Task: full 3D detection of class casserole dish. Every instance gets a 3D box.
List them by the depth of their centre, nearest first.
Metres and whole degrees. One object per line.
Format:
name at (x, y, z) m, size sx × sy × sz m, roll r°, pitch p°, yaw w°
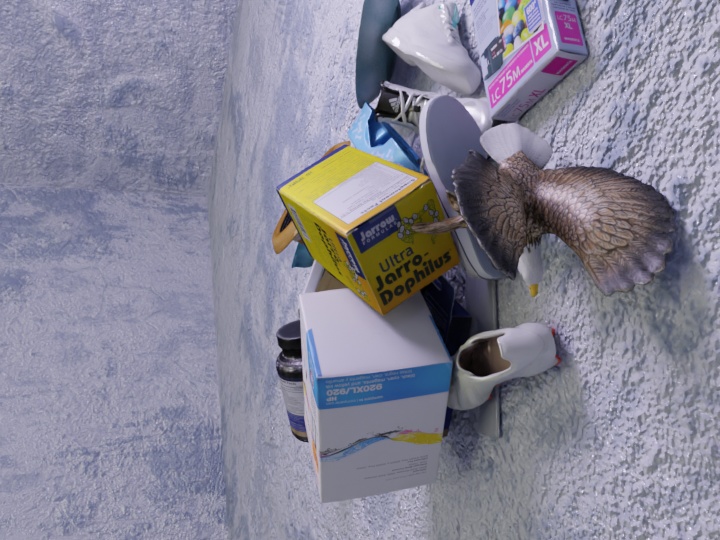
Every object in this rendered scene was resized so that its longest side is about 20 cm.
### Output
casserole dish at (-0.075, -0.090, 1.119) m, size 0.121 × 0.039 × 0.201 m, roll 115°, pitch 174°, yaw -66°

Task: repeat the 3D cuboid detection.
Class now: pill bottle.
pill bottle at (-0.089, 0.194, 1.104) m, size 0.112 × 0.111 × 0.201 m, roll -146°, pitch 43°, yaw -66°

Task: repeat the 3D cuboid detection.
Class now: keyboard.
keyboard at (0.141, 0.087, 0.710) m, size 0.056 × 0.011 × 0.201 m, roll 168°, pitch 102°, yaw -64°

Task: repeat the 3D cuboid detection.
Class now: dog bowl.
dog bowl at (0.044, -0.145, 0.819) m, size 0.050 × 0.111 × 0.200 m, roll -42°, pitch 42°, yaw 15°

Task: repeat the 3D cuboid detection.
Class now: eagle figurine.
eagle figurine at (0.146, -0.048, 0.526) m, size 0.151 × 0.152 × 0.200 m, roll 49°, pitch 177°, yaw -5°

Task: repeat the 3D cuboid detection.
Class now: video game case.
video game case at (-0.071, -0.013, 1.111) m, size 0.182 × 0.023 × 0.201 m, roll 119°, pitch 169°, yaw -80°

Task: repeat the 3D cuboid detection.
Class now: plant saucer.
plant saucer at (0.032, -0.340, 0.916) m, size 0.201 × 0.038 × 0.202 m, roll 10°, pitch -90°, yaw -82°

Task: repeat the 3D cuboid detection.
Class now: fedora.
fedora at (-0.053, -0.096, 0.925) m, size 0.201 × 0.082 × 0.201 m, roll -49°, pitch 18°, yaw 22°

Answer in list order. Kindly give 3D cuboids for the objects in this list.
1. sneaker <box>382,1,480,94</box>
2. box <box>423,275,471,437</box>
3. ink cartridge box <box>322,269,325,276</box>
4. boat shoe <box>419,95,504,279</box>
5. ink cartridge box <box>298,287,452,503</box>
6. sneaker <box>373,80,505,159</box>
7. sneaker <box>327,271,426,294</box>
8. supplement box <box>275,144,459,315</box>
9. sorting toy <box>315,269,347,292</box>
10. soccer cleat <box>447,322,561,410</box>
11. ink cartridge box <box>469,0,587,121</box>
sneaker at (0.100, -0.292, 0.775) m, size 0.089 × 0.075 × 0.200 m, roll -49°, pitch 43°, yaw 12°
box at (0.094, 0.093, 0.786) m, size 0.121 × 0.032 × 0.201 m, roll -124°, pitch 37°, yaw -64°
ink cartridge box at (-0.006, 0.080, 0.994) m, size 0.201 × 0.084 × 0.145 m, roll -107°, pitch 27°, yaw -42°
boat shoe at (0.103, -0.085, 0.680) m, size 0.203 × 0.074 × 0.086 m, roll 67°, pitch 157°, yaw -5°
ink cartridge box at (0.009, 0.140, 0.718) m, size 0.147 × 0.144 × 0.201 m, roll -111°, pitch 18°, yaw -54°
sneaker at (0.080, -0.178, 0.735) m, size 0.201 × 0.115 × 0.076 m, roll -135°, pitch 51°, yaw -62°
sneaker at (0.000, 0.000, 0.812) m, size 0.200 × 0.083 × 0.072 m, roll 18°, pitch 84°, yaw 50°
supplement box at (0.002, -0.055, 0.706) m, size 0.200 × 0.109 × 0.110 m, roll 37°, pitch 157°, yaw 56°
sorting toy at (0.016, 0.004, 0.886) m, size 0.185 × 0.036 × 0.201 m, roll 15°, pitch 81°, yaw 50°
soccer cleat at (0.122, 0.099, 0.644) m, size 0.200 × 0.077 × 0.070 m, roll 134°, pitch 132°, yaw -56°
ink cartridge box at (0.162, -0.271, 0.634) m, size 0.119 × 0.042 × 0.201 m, roll 138°, pitch 131°, yaw -63°
